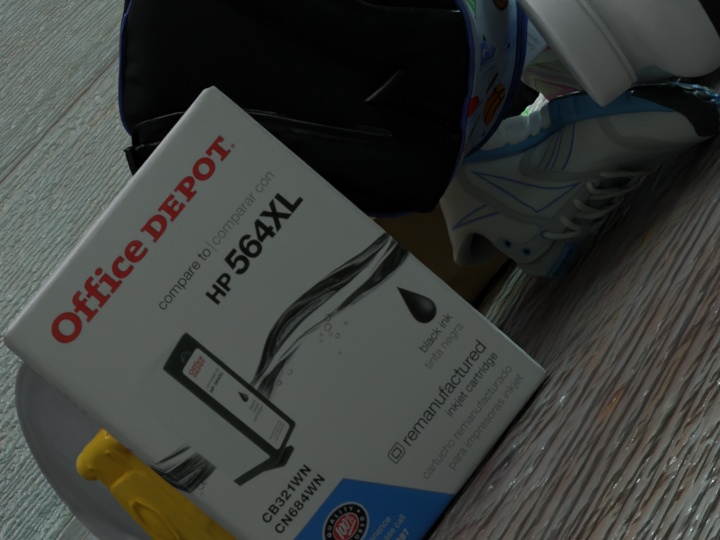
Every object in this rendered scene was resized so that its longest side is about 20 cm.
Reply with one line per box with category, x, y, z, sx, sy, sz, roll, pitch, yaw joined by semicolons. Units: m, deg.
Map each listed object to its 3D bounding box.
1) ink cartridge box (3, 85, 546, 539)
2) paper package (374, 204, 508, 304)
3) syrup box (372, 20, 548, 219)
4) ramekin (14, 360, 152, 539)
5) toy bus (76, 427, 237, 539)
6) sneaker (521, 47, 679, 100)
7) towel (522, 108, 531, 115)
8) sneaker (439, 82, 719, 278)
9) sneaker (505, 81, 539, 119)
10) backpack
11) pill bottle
ink cartridge box;-0.042;0.038;0.788;0.146;0.200;0.084;-51;6;-9
paper package;0.000;0.000;1.132;0.200;0.103;0.191;-52;11;7
syrup box;0.028;-0.121;0.986;0.200;0.079;0.082;-45;34;17
ramekin;-0.144;0.112;1.238;0.094;0.203;0.202;-40;-2;-40
toy bus;-0.066;0.056;0.943;0.200;0.192;0.136;-51;4;-26
sneaker;0.154;-0.132;0.988;0.200;0.088;0.082;13;70;59
towel;0.089;-0.052;1.296;0.153;0.023;0.200;-51;7;10
sneaker;0.109;-0.042;0.877;0.075;0.087;0.200;-2;-7;-33
sneaker;0.091;-0.116;1.249;0.199;0.082;0.073;-33;-3;2
backpack;-0.014;-0.120;0.852;0.154;0.190;0.201;-43;-30;-41
pill bottle;0.163;-0.164;0.768;0.200;0.113;0.112;-39;7;6
